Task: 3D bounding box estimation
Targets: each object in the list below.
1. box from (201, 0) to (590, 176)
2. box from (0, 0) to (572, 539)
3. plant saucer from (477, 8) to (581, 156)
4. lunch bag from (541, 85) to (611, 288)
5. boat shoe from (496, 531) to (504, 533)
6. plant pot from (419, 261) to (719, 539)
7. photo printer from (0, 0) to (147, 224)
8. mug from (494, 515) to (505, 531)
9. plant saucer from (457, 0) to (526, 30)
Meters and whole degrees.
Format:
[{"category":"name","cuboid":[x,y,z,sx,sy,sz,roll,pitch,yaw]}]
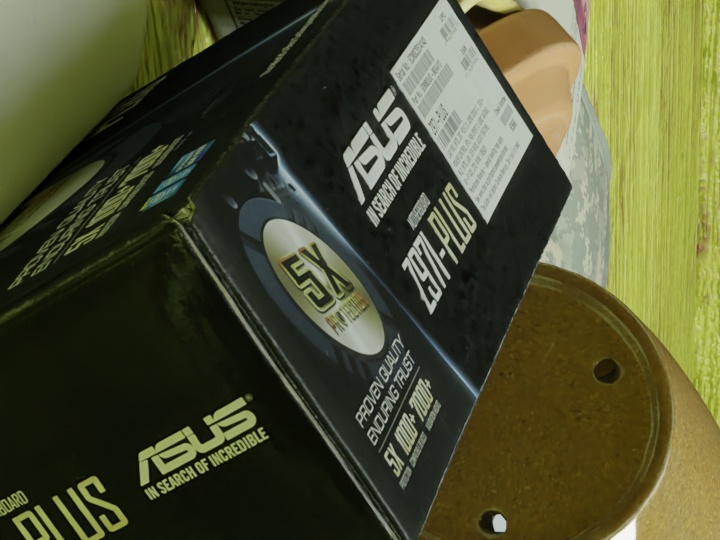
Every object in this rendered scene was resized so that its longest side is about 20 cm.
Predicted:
[{"category":"box","cuboid":[0.015,-0.125,0.939,0.200,0.127,0.110,69,28,-63]},{"category":"box","cuboid":[-0.052,0.017,0.584,0.086,0.163,0.200,56,26,-13]},{"category":"plant saucer","cuboid":[0.000,0.000,0.782,0.200,0.032,0.200,-43,170,-9]},{"category":"lunch bag","cuboid":[0.062,-0.009,1.214,0.200,0.117,0.165,80,20,-63]},{"category":"boat shoe","cuboid":[0.027,0.123,1.010,0.200,0.075,0.062,49,41,-7]},{"category":"plant pot","cuboid":[0.045,0.085,0.735,0.200,0.185,0.187,85,15,-62]},{"category":"photo printer","cuboid":[-0.108,-0.086,0.546,0.200,0.069,0.167,-58,150,-64]},{"category":"mug","cuboid":[0.036,0.145,1.131,0.153,0.186,0.149,54,54,-16]},{"category":"plant saucer","cuboid":[-0.025,-0.025,0.806,0.200,0.048,0.200,-46,170,8]}]
